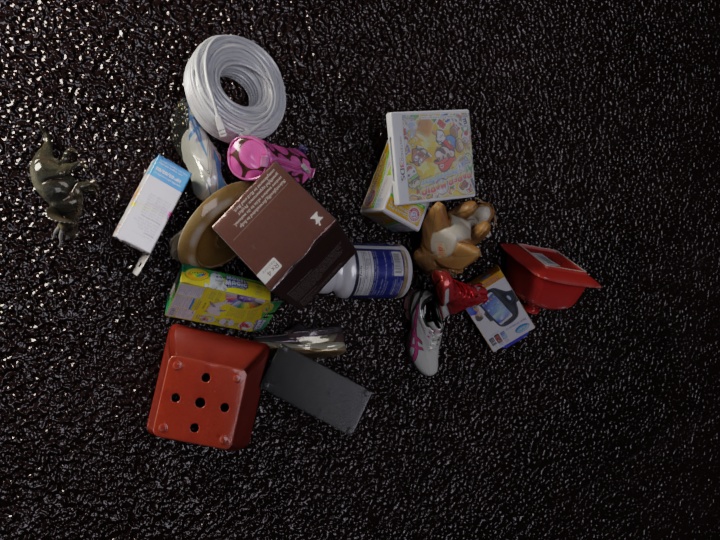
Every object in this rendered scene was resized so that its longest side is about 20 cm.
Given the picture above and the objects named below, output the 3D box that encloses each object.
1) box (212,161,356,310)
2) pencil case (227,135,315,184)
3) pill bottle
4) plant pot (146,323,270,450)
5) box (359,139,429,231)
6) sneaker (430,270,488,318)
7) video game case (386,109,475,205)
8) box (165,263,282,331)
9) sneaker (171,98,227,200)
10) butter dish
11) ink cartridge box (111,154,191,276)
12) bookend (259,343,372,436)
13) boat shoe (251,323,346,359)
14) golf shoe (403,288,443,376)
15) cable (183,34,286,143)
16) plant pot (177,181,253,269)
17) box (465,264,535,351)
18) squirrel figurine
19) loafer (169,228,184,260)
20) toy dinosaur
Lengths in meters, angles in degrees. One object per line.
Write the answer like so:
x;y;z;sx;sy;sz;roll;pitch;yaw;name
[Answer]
-0.131;-0.055;1.130;0.166;0.200;0.164;-45;73;-3;box
-0.163;-0.201;1.159;0.093;0.200;0.092;24;103;16;pencil case
0.000;0.000;1.294;0.197;0.115;0.118;1;92;-25;pill bottle
-0.278;0.222;1.111;0.196;0.176;0.204;13;88;-9;plant pot
0.095;-0.194;1.330;0.100;0.112;0.203;25;80;-25;box
0.219;0.036;1.351;0.114;0.200;0.080;-18;71;1;sneaker
0.149;-0.236;1.281;0.197;0.023;0.186;-9;97;-27;video game case
-0.257;0.057;1.173;0.197;0.118;0.049;16;48;-25;box
-0.299;-0.225;1.156;0.072;0.071;0.203;-13;81;-47;sneaker
0.434;0.035;1.488;0.196;0.200;0.150;9;113;-24;butter dish
-0.384;-0.097;1.103;0.067;0.115;0.203;29;80;-23;ink cartridge box
-0.087;0.237;1.246;0.196;0.200;0.093;27;81;2;bookend
-0.127;0.143;1.270;0.196;0.072;0.066;1;65;-12;boat shoe
0.147;0.144;1.386;0.072;0.092;0.204;-14;100;-25;golf shoe
-0.232;-0.338;1.162;0.199;0.069;0.203;-29;94;-41;cable
-0.248;-0.074;1.138;0.027;0.201;0.200;40;72;19;plant pot
0.327;0.101;1.470;0.118;0.042;0.201;-32;106;12;box
0.212;-0.077;1.376;0.141;0.201;0.186;44;45;8;squirrel figurine
-0.286;-0.091;1.174;0.068;0.076;0.199;42;59;15;loafer
-0.517;-0.153;1.060;0.101;0.077;0.203;-30;108;-28;toy dinosaur
